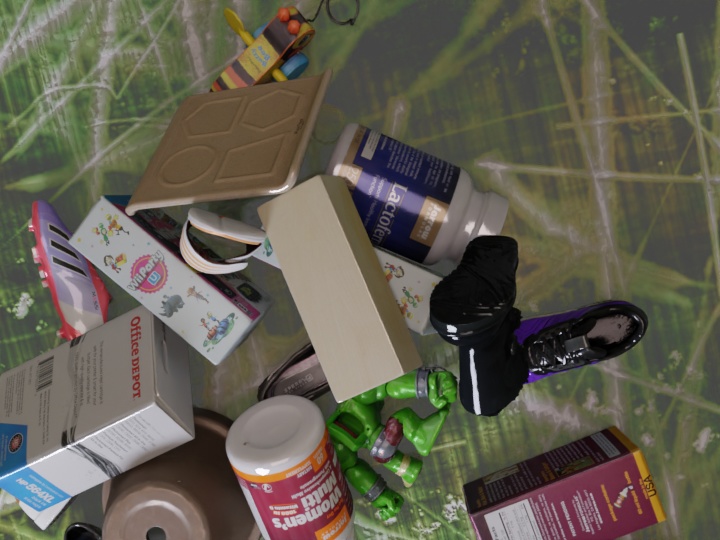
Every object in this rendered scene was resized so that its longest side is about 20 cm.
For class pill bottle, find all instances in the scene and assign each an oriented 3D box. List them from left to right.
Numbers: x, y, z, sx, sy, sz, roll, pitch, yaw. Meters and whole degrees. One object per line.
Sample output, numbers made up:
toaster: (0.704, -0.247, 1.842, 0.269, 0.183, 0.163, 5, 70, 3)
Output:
pill bottle: (-0.068, 0.244, 0.999, 0.108, 0.110, 0.201, -16, 121, 2)
pill bottle: (0.055, -0.075, 1.012, 0.198, 0.116, 0.117, 22, 93, -2)

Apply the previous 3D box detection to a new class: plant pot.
plant pot: (-0.204, 0.267, 1.006, 0.198, 0.175, 0.203, 0, 94, 2)

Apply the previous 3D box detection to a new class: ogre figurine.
ogre figurine: (0.024, 0.179, 1.030, 0.119, 0.098, 0.201, 26, 137, 5)

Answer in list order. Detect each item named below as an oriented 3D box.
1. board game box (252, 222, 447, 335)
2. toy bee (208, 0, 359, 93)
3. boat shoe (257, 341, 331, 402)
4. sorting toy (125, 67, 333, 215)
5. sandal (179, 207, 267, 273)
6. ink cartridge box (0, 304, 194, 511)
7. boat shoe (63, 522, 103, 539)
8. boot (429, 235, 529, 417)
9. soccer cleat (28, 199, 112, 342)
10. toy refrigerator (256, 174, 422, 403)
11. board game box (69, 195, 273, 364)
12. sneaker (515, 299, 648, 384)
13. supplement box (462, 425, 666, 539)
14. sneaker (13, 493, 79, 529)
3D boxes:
board game box: (0.000, 0.000, 0.983, 0.198, 0.147, 0.065, 23, 93, 13)
toy bee: (-0.097, -0.255, 1.014, 0.130, 0.109, 0.201, 28, 93, 2)
boat shoe: (-0.032, 0.103, 1.051, 0.199, 0.057, 0.067, -34, 89, 3)
sorting toy: (-0.129, -0.129, 0.939, 0.198, 0.186, 0.037, -8, 133, 22)
sandal: (-0.144, -0.026, 0.927, 0.078, 0.207, 0.060, 18, 90, -12)
ink cartridge box: (-0.284, 0.145, 0.981, 0.199, 0.147, 0.085, -25, 134, 8)
boat shoe: (-0.276, 0.366, 1.026, 0.068, 0.057, 0.200, -39, 60, -15)
boot: (0.123, 0.076, 0.912, 0.076, 0.200, 0.170, 2, 114, 18)
soccer cleat: (-0.330, 0.013, 1.060, 0.076, 0.067, 0.202, -16, 90, -20)
toy refrigerator: (-0.018, 0.016, 0.879, 0.075, 0.070, 0.202, -26, 83, 19)
board game box: (-0.200, 0.004, 1.000, 0.199, 0.148, 0.064, 38, 96, -1)
sneaker: (0.227, 0.079, 1.021, 0.198, 0.100, 0.070, -20, 90, 2)
supplement box: (0.222, 0.260, 1.025, 0.198, 0.110, 0.086, -22, 92, 3)
sneaker: (-0.332, 0.199, 1.056, 0.085, 0.073, 0.200, 41, 91, 2)
